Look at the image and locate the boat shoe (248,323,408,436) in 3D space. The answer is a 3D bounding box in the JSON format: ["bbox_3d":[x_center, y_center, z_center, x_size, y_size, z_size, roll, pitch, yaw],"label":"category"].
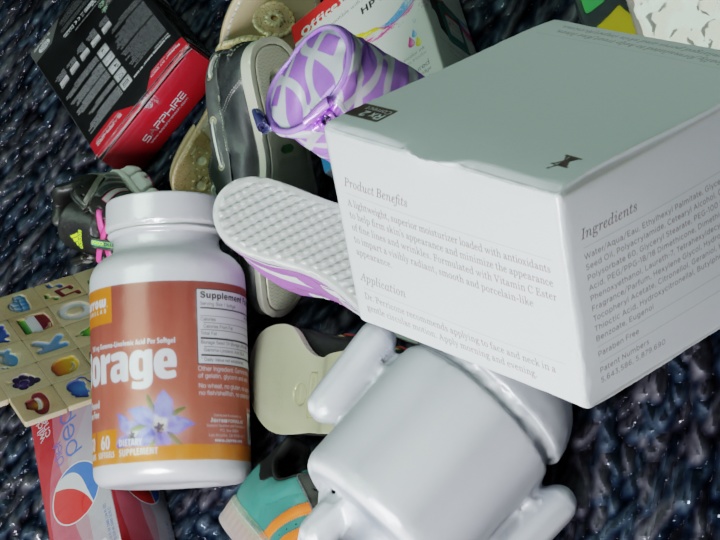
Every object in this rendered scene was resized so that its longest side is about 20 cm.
[{"bbox_3d":[-0.017,0.079,1.231,0.201,0.063,0.074,6,88,61],"label":"boat shoe"}]

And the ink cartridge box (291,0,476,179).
[{"bbox_3d":[0.019,-0.157,1.336,0.116,0.067,0.201,-36,45,23],"label":"ink cartridge box"}]

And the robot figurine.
[{"bbox_3d":[0.048,0.107,1.089,0.200,0.170,0.113,-46,-5,-14],"label":"robot figurine"}]

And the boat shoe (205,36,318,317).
[{"bbox_3d":[-0.076,-0.066,1.332,0.067,0.072,0.202,-4,92,38],"label":"boat shoe"}]

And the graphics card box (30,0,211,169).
[{"bbox_3d":[-0.206,-0.180,1.585,0.126,0.051,0.200,-50,42,9],"label":"graphics card box"}]

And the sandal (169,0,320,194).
[{"bbox_3d":[-0.082,-0.136,1.396,0.213,0.077,0.070,-64,19,11],"label":"sandal"}]

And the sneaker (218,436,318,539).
[{"bbox_3d":[-0.020,0.171,1.165,0.200,0.071,0.080,35,96,51],"label":"sneaker"}]

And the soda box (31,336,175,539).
[{"bbox_3d":[-0.194,0.149,1.356,0.070,0.063,0.201,-40,44,19],"label":"soda box"}]

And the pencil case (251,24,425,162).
[{"bbox_3d":[0.031,-0.081,1.179,0.084,0.199,0.086,-51,35,15],"label":"pencil case"}]

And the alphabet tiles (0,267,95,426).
[{"bbox_3d":[-0.220,0.053,1.383,0.199,0.006,0.166,-19,36,-23],"label":"alphabet tiles"}]

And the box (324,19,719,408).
[{"bbox_3d":[0.120,-0.042,1.048,0.199,0.131,0.198,-27,29,-31],"label":"box"}]

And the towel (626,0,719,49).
[{"bbox_3d":[0.255,-0.184,1.101,0.199,0.032,0.192,-24,71,29],"label":"towel"}]

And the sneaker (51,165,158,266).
[{"bbox_3d":[-0.188,-0.026,1.422,0.200,0.087,0.074,-137,45,-55],"label":"sneaker"}]

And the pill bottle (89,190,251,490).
[{"bbox_3d":[-0.135,0.050,1.282,0.112,0.112,0.202,-11,77,40],"label":"pill bottle"}]

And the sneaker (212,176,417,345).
[{"bbox_3d":[0.000,-0.001,1.244,0.200,0.114,0.073,28,80,11],"label":"sneaker"}]

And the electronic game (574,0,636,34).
[{"bbox_3d":[0.224,-0.222,1.195,0.199,0.042,0.201,-24,51,33],"label":"electronic game"}]
